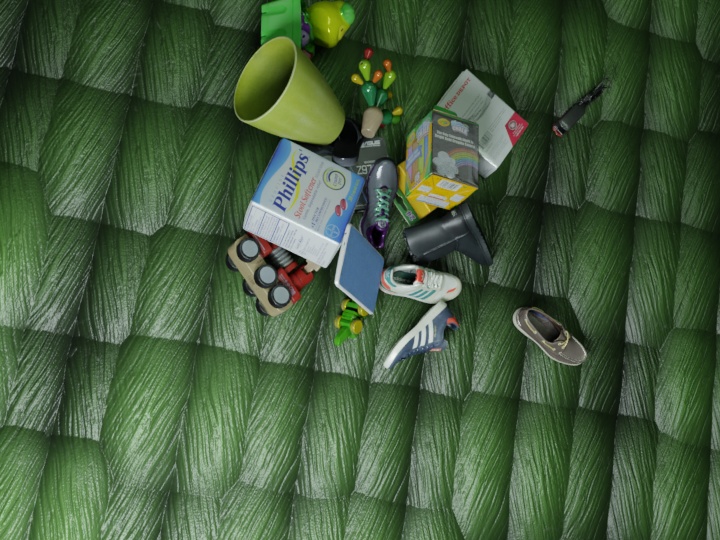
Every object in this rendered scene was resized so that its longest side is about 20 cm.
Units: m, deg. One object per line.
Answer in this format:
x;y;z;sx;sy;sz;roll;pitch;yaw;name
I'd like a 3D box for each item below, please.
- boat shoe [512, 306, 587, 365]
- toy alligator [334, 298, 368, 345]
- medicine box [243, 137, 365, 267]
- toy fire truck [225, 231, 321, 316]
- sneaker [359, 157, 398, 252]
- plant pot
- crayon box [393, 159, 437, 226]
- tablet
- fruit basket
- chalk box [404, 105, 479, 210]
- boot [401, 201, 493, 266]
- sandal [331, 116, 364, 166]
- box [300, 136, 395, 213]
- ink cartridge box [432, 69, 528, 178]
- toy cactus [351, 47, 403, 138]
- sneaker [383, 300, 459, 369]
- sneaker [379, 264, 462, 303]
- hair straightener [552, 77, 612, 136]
0.442;0.151;1.740;0.199;0.059;0.072;37;74;-5;boat shoe
-0.002;0.078;1.659;0.054;0.059;0.203;42;66;-48;toy alligator
-0.116;-0.140;1.568;0.197;0.103;0.184;25;57;-7;medicine box
-0.157;-0.029;1.615;0.199;0.128;0.177;-37;94;-33;toy fire truck
0.050;-0.138;1.632;0.073;0.088;0.203;-2;125;-17;sneaker
-0.128;-0.346;1.575;0.199;0.185;0.191;28;73;-42;plant pot
0.153;-0.205;1.712;0.199;0.051;0.127;-36;90;-32;crayon box
0.000;0.000;1.571;0.013;0.200;0.133;5;72;24;tablet
-0.108;-0.509;1.652;0.211;0.216;0.159;2;80;-12;fruit basket
0.175;-0.256;1.642;0.122;0.124;0.204;13;65;-21;chalk box
0.196;-0.055;1.706;0.166;0.201;0.077;-23;47;14;boot
-0.027;-0.291;1.653;0.074;0.202;0.044;0;125;-3;sandal
-0.031;-0.209;1.701;0.196;0.044;0.164;-6;83;-14;box
0.267;-0.341;1.771;0.199;0.083;0.146;40;74;-3;ink cartridge box
0.029;-0.373;1.682;0.100;0.201;0.168;8;63;20;toy cactus
0.138;0.159;1.662;0.200;0.075;0.085;-42;87;-16;sneaker
0.138;0.027;1.674;0.196;0.093;0.072;9;79;-11;sneaker
0.554;-0.406;1.850;0.199;0.077;0.041;-40;89;-16;hair straightener
